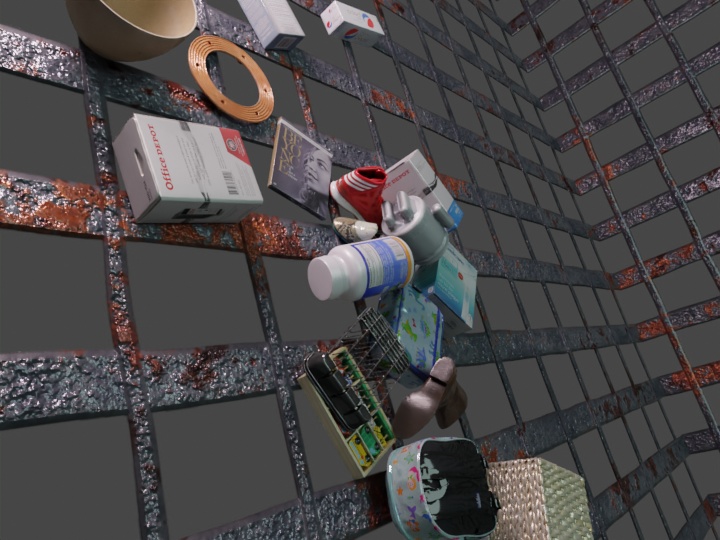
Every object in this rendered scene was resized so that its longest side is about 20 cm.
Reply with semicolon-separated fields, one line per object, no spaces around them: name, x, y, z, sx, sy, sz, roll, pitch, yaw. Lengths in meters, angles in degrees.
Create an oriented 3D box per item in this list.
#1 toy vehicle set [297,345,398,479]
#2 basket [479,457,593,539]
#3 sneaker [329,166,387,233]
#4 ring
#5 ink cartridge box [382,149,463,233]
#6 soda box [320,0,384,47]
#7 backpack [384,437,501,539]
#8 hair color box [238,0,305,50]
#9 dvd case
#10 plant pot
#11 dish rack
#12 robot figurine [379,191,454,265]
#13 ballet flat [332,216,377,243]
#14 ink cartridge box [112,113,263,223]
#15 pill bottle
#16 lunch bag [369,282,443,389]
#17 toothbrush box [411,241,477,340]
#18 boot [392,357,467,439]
toy vehicle set;-0.019;0.248;0.970;0.124;0.026;0.201;-31;92;-53
basket;0.362;0.511;1.139;0.200;0.161;0.199;31;47;-31
sneaker;0.037;-0.158;1.222;0.200;0.115;0.079;27;48;-42
ring;-0.261;-0.385;1.106;0.200;0.019;0.201;30;46;-36
ink cartridge box;0.131;-0.167;1.318;0.200;0.144;0.084;52;36;-12
soda box;-0.019;-0.701;1.558;0.200;0.064;0.068;-14;78;-53
backpack;0.129;0.385;0.952;0.200;0.150;0.178;24;47;-48
hair color box;-0.222;-0.617;1.268;0.099;0.061;0.201;-28;90;-54
dvd case;-0.123;-0.218;1.160;0.148;0.016;0.201;30;46;-34
plant pot;-0.388;-0.421;0.883;0.200;0.134;0.201;27;49;-36
dish rack;0.005;0.166;0.974;0.154;0.054;0.200;56;41;-8
robot figurine;0.124;-0.087;1.225;0.200;0.169;0.113;42;33;-38
ballet flat;0.030;-0.057;1.187;0.200;0.075;0.068;46;38;-19
ink cartridge box;-0.276;-0.157;0.885;0.200;0.083;0.147;-6;71;-51
pill bottle;0.000;0.000;1.071;0.199;0.112;0.113;-14;77;-38
lunch bag;0.106;0.135;1.148;0.161;0.082;0.201;42;42;-28
toothbrush box;0.203;0.041;1.319;0.146;0.085;0.200;42;39;-23
boot;0.148;0.287;1.093;0.186;0.064;0.200;-47;147;-17
